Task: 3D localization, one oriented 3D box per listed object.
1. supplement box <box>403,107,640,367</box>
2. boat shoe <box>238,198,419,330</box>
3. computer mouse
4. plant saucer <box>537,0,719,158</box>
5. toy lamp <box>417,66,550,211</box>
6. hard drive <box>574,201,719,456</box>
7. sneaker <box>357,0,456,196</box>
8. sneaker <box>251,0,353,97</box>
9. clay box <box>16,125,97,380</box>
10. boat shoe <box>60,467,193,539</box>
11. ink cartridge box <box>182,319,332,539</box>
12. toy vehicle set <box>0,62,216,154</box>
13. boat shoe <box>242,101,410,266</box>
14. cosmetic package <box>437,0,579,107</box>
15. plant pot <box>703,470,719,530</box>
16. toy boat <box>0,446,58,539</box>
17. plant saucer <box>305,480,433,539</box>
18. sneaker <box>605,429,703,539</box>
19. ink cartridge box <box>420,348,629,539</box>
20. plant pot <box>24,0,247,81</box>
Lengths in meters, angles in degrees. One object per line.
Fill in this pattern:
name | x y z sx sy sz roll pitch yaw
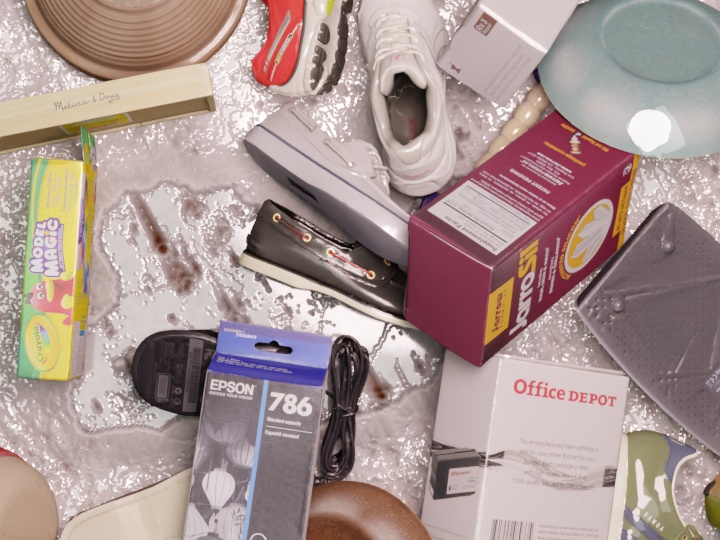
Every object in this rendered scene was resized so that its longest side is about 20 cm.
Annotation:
supplement box | 0.129 -0.030 1.368 0.085 0.111 0.199 32 51 28
boat shoe | 0.000 0.000 1.426 0.199 0.074 0.064 22 95 1
computer mouse | -0.093 0.115 1.437 0.197 0.046 0.142 2 105 -2
plant saucer | 0.247 -0.177 1.408 0.198 0.039 0.203 1 49 -1
toy lamp | 0.111 -0.093 1.448 0.058 0.058 0.201 38 84 -3
hard drive | 0.280 0.051 1.443 0.200 0.042 0.135 43 86 -18
sneaker | 0.039 -0.170 1.408 0.077 0.099 0.202 -13 74 5
sneaker | -0.050 -0.247 1.430 0.084 0.077 0.202 8 78 22
clay box | -0.245 -0.014 1.387 0.047 0.115 0.203 3 88 -3
boat shoe | -0.150 0.205 1.418 0.198 0.060 0.073 -17 87 -5
ink cartridge box | -0.084 0.145 1.372 0.098 0.039 0.203 7 86 3
toy vehicle set | -0.217 -0.130 1.386 0.198 0.124 0.027 -12 90 -5
boat shoe | -0.011 -0.078 1.397 0.199 0.074 0.065 37 77 26
cosmetic package | 0.149 -0.241 1.395 0.074 0.102 0.201 32 63 -3
plant pot | 0.405 0.192 1.390 0.181 0.199 0.200 40 87 -3
toy boat | -0.338 0.234 1.386 0.130 0.130 0.202 24 87 25
plant saucer | -0.022 0.272 1.382 0.199 0.037 0.203 -6 80 33
sneaker | 0.247 0.236 1.443 0.089 0.067 0.203 2 86 1
ink cartridge box | 0.133 0.173 1.402 0.143 0.084 0.203 10 88 -34
plant pot | -0.187 -0.260 1.408 0.198 0.093 0.204 0 88 -4
